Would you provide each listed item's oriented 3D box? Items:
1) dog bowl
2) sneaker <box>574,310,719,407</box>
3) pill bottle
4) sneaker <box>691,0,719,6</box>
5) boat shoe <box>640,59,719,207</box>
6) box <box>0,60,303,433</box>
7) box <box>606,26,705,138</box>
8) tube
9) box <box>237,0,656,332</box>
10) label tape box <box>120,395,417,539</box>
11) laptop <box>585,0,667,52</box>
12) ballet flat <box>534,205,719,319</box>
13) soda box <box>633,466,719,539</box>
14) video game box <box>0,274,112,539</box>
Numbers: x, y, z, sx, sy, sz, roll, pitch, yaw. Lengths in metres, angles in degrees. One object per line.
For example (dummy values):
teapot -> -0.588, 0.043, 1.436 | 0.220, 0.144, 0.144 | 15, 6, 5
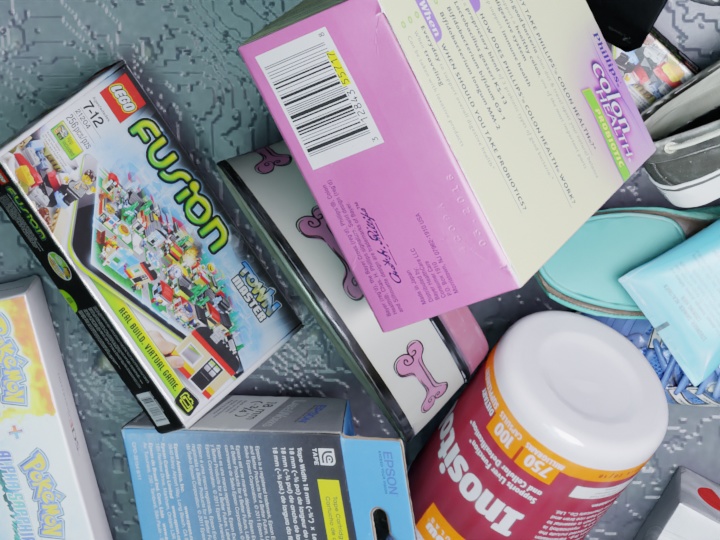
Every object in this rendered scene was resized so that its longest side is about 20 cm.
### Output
dog bowl -> 0.000, 0.000, 1.549 | 0.074, 0.200, 0.200 | -34, 101, -3
sneaker -> 0.210, 0.046, 1.593 | 0.200, 0.077, 0.076 | -8, 107, 12
pill bottle -> 0.093, 0.126, 1.590 | 0.113, 0.113, 0.200 | 29, 130, -3
sneaker -> 0.280, -0.200, 1.515 | 0.200, 0.078, 0.080 | -6, 97, 8
boat shoe -> 0.249, -0.111, 1.522 | 0.200, 0.071, 0.064 | -33, 131, 7
box -> -0.133, -0.014, 1.594 | 0.200, 0.110, 0.035 | 56, 148, -12
box -> 0.097, -0.143, 1.570 | 0.200, 0.035, 0.110 | 42, 106, -7
tube -> 0.252, -0.023, 1.525 | 0.200, 0.050, 0.077 | -37, 89, 0
box -> 0.052, -0.093, 1.444 | 0.097, 0.200, 0.176 | -19, 103, 36
label tape box -> -0.039, 0.155, 1.628 | 0.200, 0.063, 0.144 | 0, 109, 29
laptop -> 0.138, -0.262, 1.511 | 0.177, 0.103, 0.200 | 30, 71, 4
ballet flat -> 0.196, -0.007, 1.577 | 0.200, 0.070, 0.067 | -6, 87, -4
soda box -> 0.179, 0.227, 1.657 | 0.063, 0.068, 0.200 | 28, 108, -3
video game box -> -0.269, 0.118, 1.686 | 0.182, 0.047, 0.200 | -12, 105, 7
